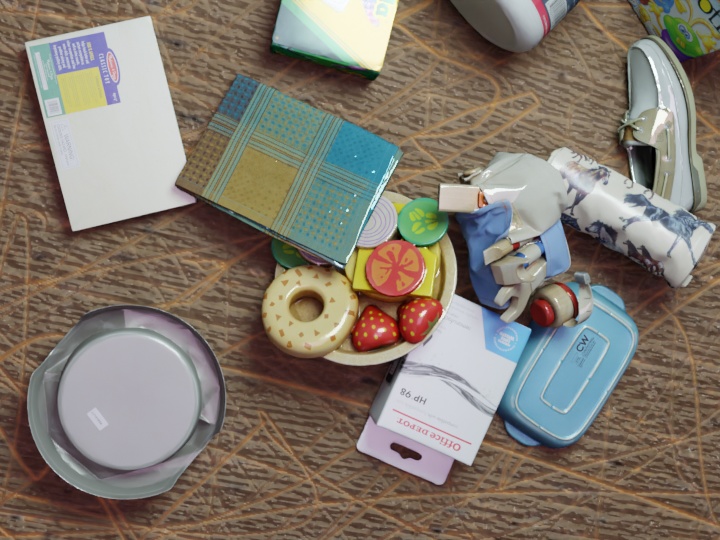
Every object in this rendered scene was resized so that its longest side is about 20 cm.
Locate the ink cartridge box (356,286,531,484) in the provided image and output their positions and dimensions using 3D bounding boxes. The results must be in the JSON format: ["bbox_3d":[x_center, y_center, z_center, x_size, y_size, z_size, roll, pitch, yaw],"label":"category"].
[{"bbox_3d":[0.087,0.129,1.056,0.115,0.067,0.201,24,90,-8],"label":"ink cartridge box"}]

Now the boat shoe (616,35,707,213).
[{"bbox_3d":[0.320,-0.152,1.068,0.068,0.075,0.201,-17,96,-12],"label":"boat shoe"}]

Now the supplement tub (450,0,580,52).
[{"bbox_3d":[0.189,-0.339,1.010,0.140,0.140,0.200,45,87,-7],"label":"supplement tub"}]

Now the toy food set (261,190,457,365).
[{"bbox_3d":[0.000,0.000,1.014,0.199,0.049,0.199,4,70,13],"label":"toy food set"}]

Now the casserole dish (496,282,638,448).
[{"bbox_3d":[0.232,0.108,1.089,0.121,0.039,0.200,33,88,-8],"label":"casserole dish"}]

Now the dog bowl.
[{"bbox_3d":[-0.239,0.132,1.021,0.199,0.059,0.201,0,92,-7],"label":"dog bowl"}]

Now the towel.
[{"bbox_3d":[-0.072,-0.104,1.013,0.199,0.022,0.147,25,75,9],"label":"towel"}]

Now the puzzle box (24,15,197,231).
[{"bbox_3d":[-0.257,-0.152,1.021,0.132,0.025,0.201,-13,94,-6],"label":"puzzle box"}]

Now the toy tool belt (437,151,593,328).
[{"bbox_3d":[0.147,-0.014,1.006,0.123,0.125,0.201,-27,109,-25],"label":"toy tool belt"}]

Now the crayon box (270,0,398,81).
[{"bbox_3d":[-0.014,-0.313,1.027,0.118,0.058,0.201,14,91,-7],"label":"crayon box"}]

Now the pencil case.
[{"bbox_3d":[0.276,-0.054,1.044,0.199,0.090,0.078,29,63,7],"label":"pencil case"}]

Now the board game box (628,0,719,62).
[{"bbox_3d":[0.374,-0.293,1.005,0.105,0.200,0.103,-35,96,-4],"label":"board game box"}]
